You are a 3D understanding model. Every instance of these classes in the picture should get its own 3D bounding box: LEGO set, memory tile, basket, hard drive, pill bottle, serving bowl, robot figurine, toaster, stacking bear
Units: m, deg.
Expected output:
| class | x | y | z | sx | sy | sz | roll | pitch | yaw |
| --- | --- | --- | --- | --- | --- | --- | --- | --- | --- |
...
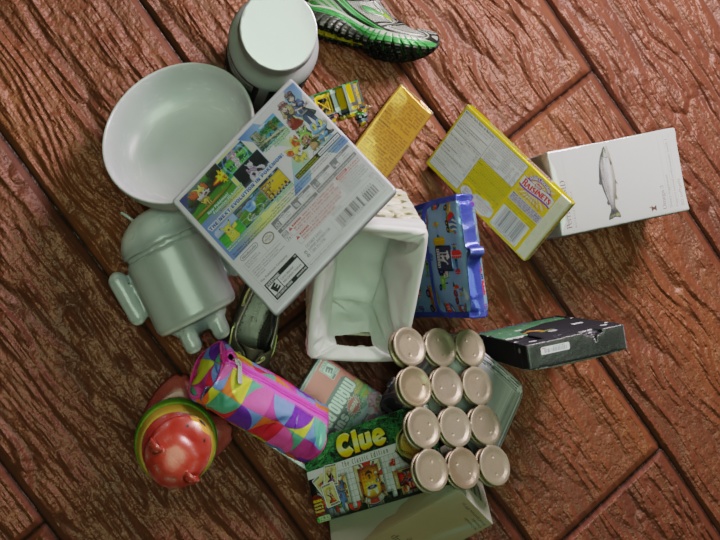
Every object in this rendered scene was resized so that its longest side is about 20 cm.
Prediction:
| class | x | y | z | sx | sy | sz | roll | pitch | yaw |
| --- | --- | --- | --- | --- | --- | --- | --- | --- | --- |
| LEGO set | -0.062 | -0.159 | 1.119 | 0.151 | 0.199 | 0.118 | -23 | 101 | -24 |
| memory tile | 0.109 | 0.170 | 1.083 | 0.150 | 0.017 | 0.205 | 3 | 68 | -33 |
| basket | 0.000 | 0.000 | 1.118 | 0.132 | 0.124 | 0.204 | 3 | 123 | -10 |
| hard drive | 0.247 | 0.095 | 1.166 | 0.136 | 0.200 | 0.039 | -11 | 93 | -12 |
| pill bottle | -0.113 | -0.276 | 1.101 | 0.113 | 0.200 | 0.120 | 0 | 89 | -12 |
| serving bowl | -0.219 | -0.158 | 1.094 | 0.195 | 0.066 | 0.205 | -5 | 65 | 10 |
| robot figurine | -0.234 | 0.003 | 1.114 | 0.167 | 0.113 | 0.204 | -25 | 93 | -13 |
| toaster | 0.133 | 0.179 | 1.179 | 0.198 | 0.113 | 0.130 | 37 | 68 | -7 |
| stacking bear | -0.223 | 0.211 | 1.069 | 0.113 | 0.200 | 0.122 | -42 | 97 | -9 |

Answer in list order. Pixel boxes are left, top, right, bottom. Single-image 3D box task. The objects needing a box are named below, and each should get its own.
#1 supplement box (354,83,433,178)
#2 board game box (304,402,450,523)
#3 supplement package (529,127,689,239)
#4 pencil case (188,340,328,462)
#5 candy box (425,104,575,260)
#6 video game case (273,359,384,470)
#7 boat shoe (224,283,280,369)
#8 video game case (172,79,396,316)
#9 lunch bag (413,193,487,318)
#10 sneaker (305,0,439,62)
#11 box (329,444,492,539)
| class | x | y | z | sx | sy | sz | roll | pitch | yaw |
| --- | --- | --- | --- | --- | --- | --- | --- | --- | --- |
| supplement box | 0.015 | -0.153 | 1.193 | 0.068 | 0.066 | 0.202 | 35 | 83 | -9 |
| board game box | 0.014 | 0.247 | 1.116 | 0.197 | 0.023 | 0.107 | -25 | 70 | 28 |
| supplement package | 0.339 | -0.119 | 1.231 | 0.195 | 0.117 | 0.120 | -12 | 92 | -11 |
| pencil case | -0.125 | 0.167 | 1.102 | 0.199 | 0.088 | 0.090 | 37 | 82 | -30 |
| candy box | 0.187 | -0.120 | 1.184 | 0.200 | 0.026 | 0.103 | 47 | 114 | 18 |
| video game case | -0.013 | 0.230 | 1.204 | 0.198 | 0.017 | 0.145 | 35 | 82 | -9 |
| boat shoe | -0.146 | 0.099 | 1.158 | 0.070 | 0.059 | 0.205 | 16 | 86 | -12 |
| video game case | -0.088 | -0.085 | 1.004 | 0.200 | 0.022 | 0.182 | -45 | 84 | 0 |
| lunch bag | 0.126 | -0.017 | 1.143 | 0.092 | 0.200 | 0.155 | -6 | 90 | -11 |
| sneaker | 0.019 | -0.345 | 1.191 | 0.195 | 0.078 | 0.087 | 17 | 85 | -10 |
| box | 0.062 | 0.322 | 1.135 | 0.198 | 0.078 | 0.095 | -35 | 122 | 17 |
